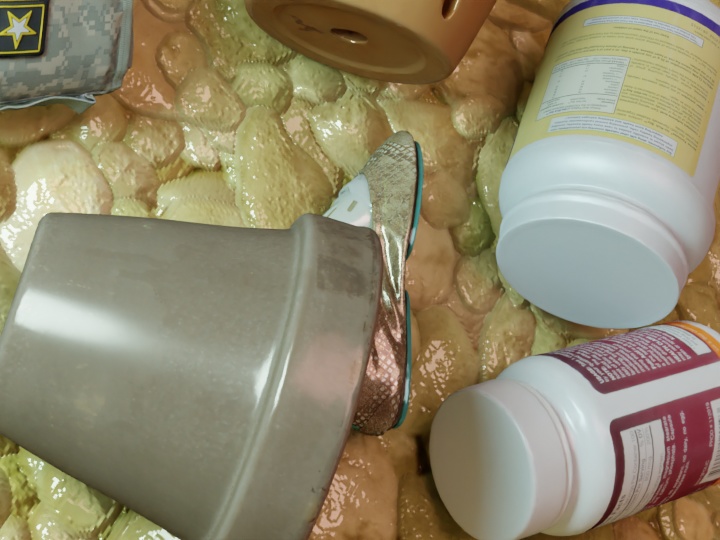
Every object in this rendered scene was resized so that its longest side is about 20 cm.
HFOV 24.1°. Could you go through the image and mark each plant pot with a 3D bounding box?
[{"bbox_3d":[0.014,-0.206,1.044,0.199,0.200,0.141,22,79,-28],"label":"plant pot"},{"bbox_3d":[-0.100,0.048,0.881,0.173,0.200,0.201,19,63,-11],"label":"plant pot"}]

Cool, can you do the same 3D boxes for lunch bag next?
[{"bbox_3d":[-0.214,-0.181,0.910,0.163,0.117,0.202,-12,88,-40],"label":"lunch bag"}]

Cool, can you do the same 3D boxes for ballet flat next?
[{"bbox_3d":[0.000,0.000,1.033,0.065,0.071,0.201,11,64,-17],"label":"ballet flat"}]

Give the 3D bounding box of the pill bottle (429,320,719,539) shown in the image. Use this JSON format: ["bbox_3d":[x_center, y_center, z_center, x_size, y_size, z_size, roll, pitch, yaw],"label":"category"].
[{"bbox_3d":[0.148,0.103,1.071,0.199,0.114,0.115,-11,81,-37],"label":"pill bottle"}]

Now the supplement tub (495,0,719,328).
[{"bbox_3d":[0.175,-0.078,1.132,0.145,0.145,0.201,34,58,-21],"label":"supplement tub"}]
